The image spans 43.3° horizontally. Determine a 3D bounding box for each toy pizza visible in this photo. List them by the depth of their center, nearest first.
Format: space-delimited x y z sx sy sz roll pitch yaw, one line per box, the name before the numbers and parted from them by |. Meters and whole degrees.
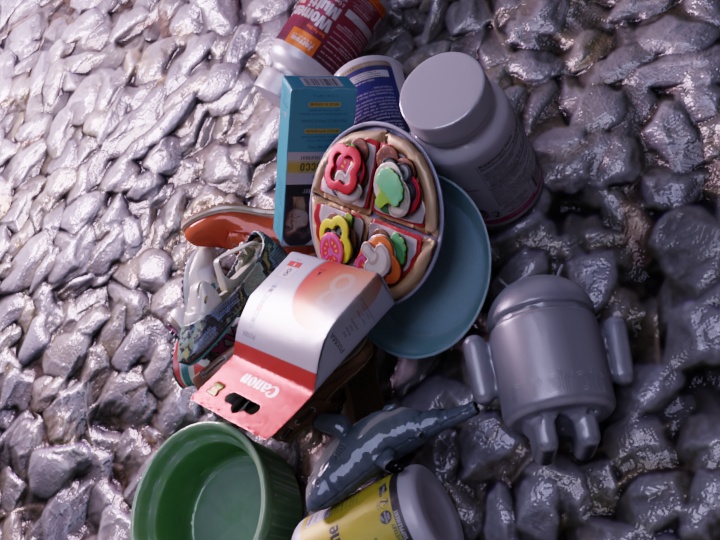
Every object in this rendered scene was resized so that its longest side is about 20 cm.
toy pizza | 0.007 -0.059 0.982 0.199 0.032 0.203 5 98 43

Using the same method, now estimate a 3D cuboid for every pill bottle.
pill bottle | 0.000 0.294 0.948 0.199 0.112 0.113 -31 56 18
pill bottle | 0.123 -0.142 1.003 0.112 0.200 0.115 -12 59 22
pill bottle | 0.029 -0.159 1.131 0.110 0.111 0.202 -26 57 20
pill bottle | -0.056 -0.313 1.254 0.109 0.109 0.201 32 88 38

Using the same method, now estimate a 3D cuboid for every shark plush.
shark plush | 0.035 0.190 0.937 0.198 0.092 0.084 -16 24 13

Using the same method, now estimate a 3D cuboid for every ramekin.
ramekin | -0.164 0.287 1.064 0.198 0.098 0.202 -13 63 27

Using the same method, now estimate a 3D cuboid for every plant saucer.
plant saucer | 0.065 -0.005 0.991 0.198 0.036 0.203 -2 87 39

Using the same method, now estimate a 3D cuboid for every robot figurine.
robot figurine | 0.191 0.090 0.917 0.167 0.113 0.202 -7 63 0

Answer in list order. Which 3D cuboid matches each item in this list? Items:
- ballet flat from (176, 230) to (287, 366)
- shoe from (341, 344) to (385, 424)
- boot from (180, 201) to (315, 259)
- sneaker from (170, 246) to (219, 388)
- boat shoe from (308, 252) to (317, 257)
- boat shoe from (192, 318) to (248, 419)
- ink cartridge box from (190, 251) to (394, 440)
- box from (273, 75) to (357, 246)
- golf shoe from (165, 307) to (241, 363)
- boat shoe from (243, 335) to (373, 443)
ballet flat | -0.165 0.025 1.081 0.074 0.075 0.200 7 42 34
shoe | -0.011 0.103 1.052 0.053 0.069 0.202 -22 73 60
boot | -0.145 -0.031 1.189 0.198 0.075 0.109 0 76 13
sneaker | -0.190 0.060 1.212 0.092 0.070 0.202 -1 66 13
boat shoe | 0.000 0.000 1.108 0.198 0.071 0.071 -18 37 25
boat shoe | -0.115 0.080 1.055 0.072 0.076 0.200 42 79 8
ink cartridge box | -0.083 0.069 0.953 0.200 0.050 0.161 -44 33 -24
box | -0.056 -0.129 1.089 0.049 0.081 0.202 -120 31 -56
golf shoe | -0.145 0.089 1.126 0.199 0.073 0.093 28 80 3
boat shoe | -0.044 0.130 1.001 0.199 0.068 0.072 -35 13 41
